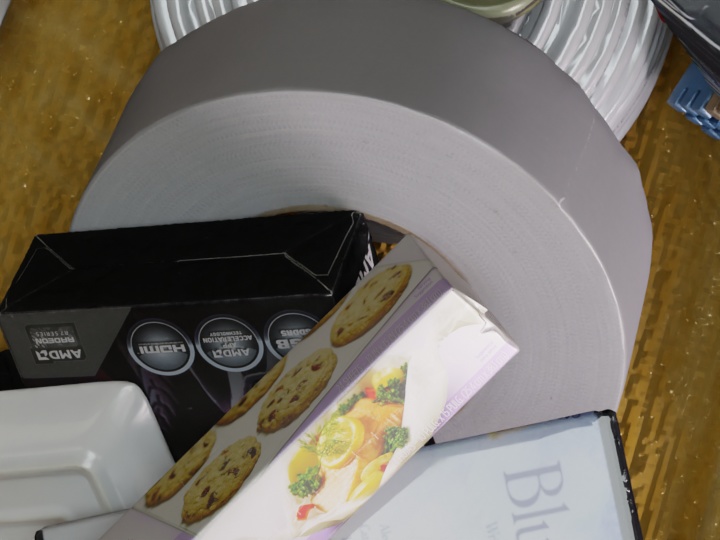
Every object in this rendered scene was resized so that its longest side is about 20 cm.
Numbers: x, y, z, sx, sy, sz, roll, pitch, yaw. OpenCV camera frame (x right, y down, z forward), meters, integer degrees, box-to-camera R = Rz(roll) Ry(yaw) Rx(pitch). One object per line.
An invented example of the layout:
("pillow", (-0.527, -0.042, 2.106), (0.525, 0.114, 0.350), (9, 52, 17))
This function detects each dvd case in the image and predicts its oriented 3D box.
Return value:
("dvd case", (0.002, 0.135, 0.989), (0.200, 0.018, 0.143), (-12, 86, 8))

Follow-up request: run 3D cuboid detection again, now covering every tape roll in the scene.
("tape roll", (0.000, 0.000, 1.055), (0.200, 0.066, 0.200), (8, 130, 10))

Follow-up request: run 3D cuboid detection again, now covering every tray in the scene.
("tray", (-0.095, 0.124, 1.064), (0.107, 0.022, 0.200), (-7, 126, 22))

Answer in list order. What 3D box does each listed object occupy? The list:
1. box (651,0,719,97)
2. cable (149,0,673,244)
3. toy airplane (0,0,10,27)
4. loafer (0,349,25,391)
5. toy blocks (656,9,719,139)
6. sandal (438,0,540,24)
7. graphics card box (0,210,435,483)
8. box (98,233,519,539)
("box", (0.186, -0.063, 0.925), (0.148, 0.200, 0.107), (42, 95, 13))
("cable", (0.021, -0.111, 1.111), (0.200, 0.069, 0.200), (-19, 89, 0))
("toy airplane", (-0.195, -0.159, 1.078), (0.199, 0.141, 0.200), (-23, 76, -17))
("loafer", (-0.163, 0.077, 1.120), (0.200, 0.073, 0.072), (-1, 117, -4))
("toy blocks", (0.171, -0.093, 1.083), (0.200, 0.100, 0.137), (35, 84, -25))
("sandal", (0.040, -0.187, 1.048), (0.080, 0.057, 0.201), (5, 90, 0))
("graphics card box", (-0.036, 0.074, 1.051), (0.125, 0.051, 0.200), (-3, 126, 19))
("box", (-0.036, 0.075, 0.961), (0.200, 0.041, 0.039), (-44, 123, 6))
